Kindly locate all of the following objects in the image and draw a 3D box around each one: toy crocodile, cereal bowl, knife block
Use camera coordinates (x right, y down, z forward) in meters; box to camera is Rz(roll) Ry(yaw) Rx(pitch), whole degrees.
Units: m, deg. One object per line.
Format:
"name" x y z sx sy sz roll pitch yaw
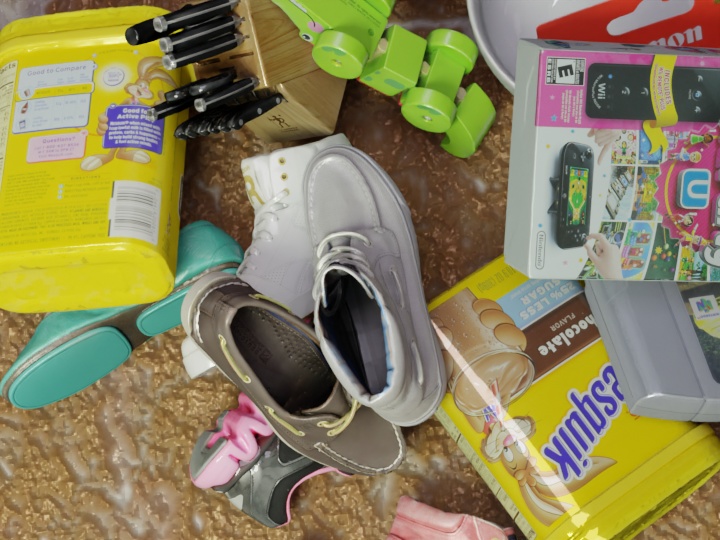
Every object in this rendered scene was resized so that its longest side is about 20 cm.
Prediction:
"toy crocodile" 0.018 -0.150 1.385 0.199 0.062 0.068 31 64 -25
"cereal bowl" 0.175 -0.193 1.413 0.198 0.083 0.202 -1 77 5
"knife block" -0.080 -0.175 1.371 0.064 0.175 0.201 -5 59 37

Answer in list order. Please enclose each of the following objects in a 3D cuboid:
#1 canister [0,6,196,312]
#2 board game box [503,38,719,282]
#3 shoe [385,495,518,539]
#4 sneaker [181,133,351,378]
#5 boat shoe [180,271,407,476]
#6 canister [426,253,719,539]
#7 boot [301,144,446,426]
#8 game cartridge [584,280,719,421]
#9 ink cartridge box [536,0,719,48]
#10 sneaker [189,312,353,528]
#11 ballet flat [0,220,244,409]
"canister" -0.194 -0.077 1.388 0.147 0.087 0.201 -5 58 9
"board game box" 0.199 -0.070 1.279 0.198 0.064 0.149 1 100 -12
"shoe" 0.102 0.222 1.333 0.199 0.071 0.092 18 84 14
"sneaker" -0.067 -0.018 1.374 0.199 0.074 0.116 -35 94 -28
"boat shoe" -0.035 0.077 1.309 0.072 0.059 0.200 -50 118 -9
"canister" 0.131 0.091 1.342 0.148 0.087 0.200 -32 73 -20
"boot" 0.000 0.000 1.286 0.073 0.096 0.201 -25 72 12
"game cartridge" 0.258 0.033 1.334 0.198 0.041 0.134 -9 67 -19
"ink cartridge box" 0.213 -0.099 1.332 0.159 0.201 0.047 -18 41 -2
"sneaker" -0.027 0.096 1.386 0.095 0.079 0.200 44 83 -12
"ballet flat" -0.175 0.027 1.418 0.199 0.067 0.071 -29 57 -3
